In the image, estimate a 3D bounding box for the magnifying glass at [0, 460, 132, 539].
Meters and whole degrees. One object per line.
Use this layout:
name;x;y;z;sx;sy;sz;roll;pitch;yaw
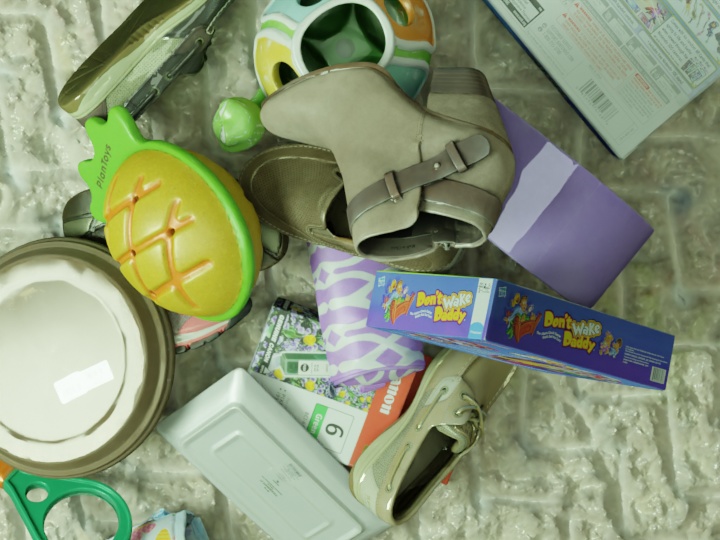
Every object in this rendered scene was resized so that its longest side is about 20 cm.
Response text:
magnifying glass;-0.284;0.189;1.140;0.200;0.080;0.022;30;141;13

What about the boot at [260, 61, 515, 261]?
boot;0.011;-0.073;0.940;0.199;0.070;0.147;-7;55;22

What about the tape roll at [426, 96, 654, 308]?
tape roll;0.125;-0.061;1.041;0.200;0.200;0.085;39;96;-4

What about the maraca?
maraca;-0.154;-0.043;1.043;0.200;0.107;0.137;40;130;22

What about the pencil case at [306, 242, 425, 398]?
pencil case;0.000;0.000;1.079;0.084;0.086;0.201;-8;80;-2

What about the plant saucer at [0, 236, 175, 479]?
plant saucer;-0.250;0.072;1.091;0.199;0.029;0.201;0;88;10

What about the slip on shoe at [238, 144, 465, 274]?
slip on shoe;-0.016;-0.049;1.010;0.200;0.061;0.076;25;94;26

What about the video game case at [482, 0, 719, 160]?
video game case;0.219;-0.226;1.094;0.181;0.045;0.200;-40;96;7

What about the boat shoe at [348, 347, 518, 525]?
boat shoe;0.076;0.126;1.106;0.200;0.065;0.072;-48;125;-9

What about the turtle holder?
turtle holder;-0.031;-0.175;1.061;0.185;0.132;0.142;-7;98;1

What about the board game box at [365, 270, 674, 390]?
board game box;0.123;0.046;1.017;0.200;0.134;0.045;16;82;-38

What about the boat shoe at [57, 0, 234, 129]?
boat shoe;-0.159;-0.187;1.098;0.201;0.072;0.066;-44;125;-6

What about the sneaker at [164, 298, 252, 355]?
sneaker;-0.193;0.032;1.121;0.199;0.074;0.087;-12;96;3

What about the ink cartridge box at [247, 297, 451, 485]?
ink cartridge box;0.001;0.110;1.140;0.199;0.050;0.109;21;97;-2

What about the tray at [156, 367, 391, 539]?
tray;-0.073;0.179;1.131;0.107;0.022;0.200;-36;109;24

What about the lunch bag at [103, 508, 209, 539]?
lunch bag;-0.186;0.323;1.135;0.169;0.127;0.200;-25;69;2

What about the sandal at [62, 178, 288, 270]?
sandal;-0.154;-0.038;1.126;0.199;0.055;0.082;-2;92;16
